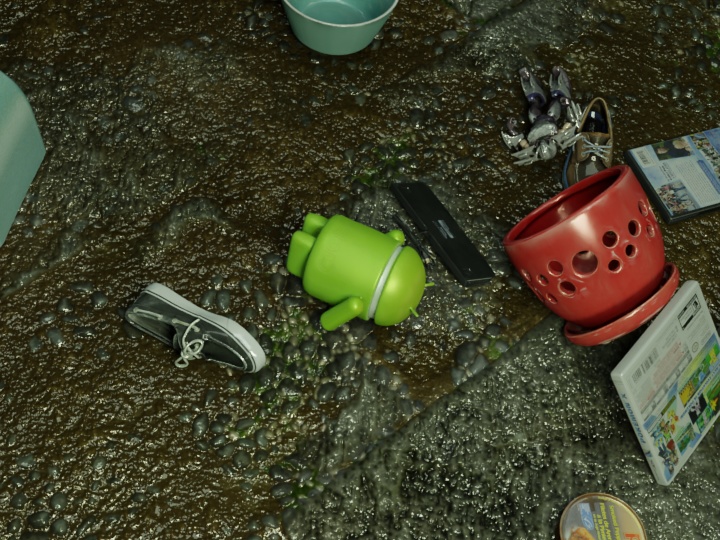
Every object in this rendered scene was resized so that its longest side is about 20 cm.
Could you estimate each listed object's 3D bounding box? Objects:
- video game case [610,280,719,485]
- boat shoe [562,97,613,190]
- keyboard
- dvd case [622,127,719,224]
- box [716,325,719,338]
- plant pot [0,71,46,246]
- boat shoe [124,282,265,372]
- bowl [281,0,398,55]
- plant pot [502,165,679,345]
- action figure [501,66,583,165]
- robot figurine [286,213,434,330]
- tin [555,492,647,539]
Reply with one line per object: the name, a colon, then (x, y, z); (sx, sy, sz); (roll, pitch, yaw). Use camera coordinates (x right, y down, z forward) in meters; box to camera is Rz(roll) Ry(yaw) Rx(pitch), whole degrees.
video game case: (0.413, 0.145, 1.570); (0.022, 0.184, 0.200); (2, 36, 49)
boat shoe: (0.350, -0.181, 1.839); (0.071, 0.073, 0.202); (7, 54, -3)
keyboard: (0.102, -0.052, 1.723); (0.126, 0.021, 0.201); (-5, 49, -44)
dvd case: (0.528, -0.151, 1.879); (0.198, 0.018, 0.144); (-14, 58, -19)
box: (0.572, 0.079, 1.608); (0.157, 0.201, 0.050); (36, 53, 16)
plant pot: (-0.557, -0.181, 1.623); (0.194, 0.201, 0.198); (13, 54, 1)
boat shoe: (-0.217, 0.087, 1.559); (0.198, 0.074, 0.068); (31, 51, 14)
bowl: (-0.041, -0.425, 1.935); (0.198, 0.106, 0.203); (5, 54, -6)
plant pot: (0.319, -0.016, 1.621); (0.200, 0.200, 0.183); (-40, 100, -30)
action figure: (0.282, -0.236, 1.860); (0.129, 0.070, 0.201); (-13, 40, 20)
robot figurine: (0.000, 0.000, 1.629); (0.198, 0.117, 0.176); (23, 43, 8)
tin: (0.301, 0.370, 1.459); (0.110, 0.042, 0.202); (-3, 55, -6)
